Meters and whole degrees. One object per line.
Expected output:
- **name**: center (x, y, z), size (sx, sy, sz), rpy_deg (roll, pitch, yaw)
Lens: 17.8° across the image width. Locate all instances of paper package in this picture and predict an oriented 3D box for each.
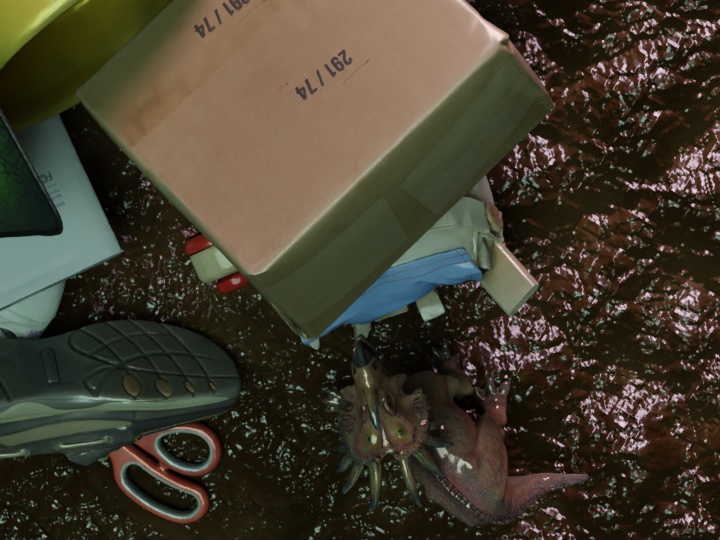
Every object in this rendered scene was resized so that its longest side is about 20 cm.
- **paper package**: center (-0.028, -0.097, 1.330), size (0.200, 0.104, 0.191), rpy_deg (-44, 61, -2)

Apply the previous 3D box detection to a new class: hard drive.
- **hard drive**: center (-0.250, -0.074, 1.431), size (0.131, 0.025, 0.201), rpy_deg (-25, 89, -11)

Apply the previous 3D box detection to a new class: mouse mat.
- **mouse mat**: center (-0.233, -0.089, 1.310), size (0.007, 0.200, 0.162), rpy_deg (-32, 102, -19)

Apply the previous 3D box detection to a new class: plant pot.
- **plant pot**: center (-0.201, -0.211, 1.351), size (0.200, 0.201, 0.189), rpy_deg (-39, 83, 18)

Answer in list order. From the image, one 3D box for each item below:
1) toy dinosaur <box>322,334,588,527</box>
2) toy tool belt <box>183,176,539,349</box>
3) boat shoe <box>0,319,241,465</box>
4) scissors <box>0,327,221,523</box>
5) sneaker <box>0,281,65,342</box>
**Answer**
- **toy dinosaur**: center (0.051, 0.114, 1.431), size (0.199, 0.136, 0.086), rpy_deg (34, 107, -15)
- **toy tool belt**: center (0.000, 0.000, 1.418), size (0.199, 0.125, 0.124), rpy_deg (-23, 95, 15)
- **boat shoe**: center (-0.177, 0.082, 1.488), size (0.198, 0.075, 0.074), rpy_deg (-1, 136, -12)
- **scissors**: center (-0.183, 0.100, 1.532), size (0.199, 0.014, 0.074), rpy_deg (27, 110, -2)
- **sneaker**: center (-0.285, -0.009, 1.480), size (0.198, 0.075, 0.100), rpy_deg (20, 109, 2)
